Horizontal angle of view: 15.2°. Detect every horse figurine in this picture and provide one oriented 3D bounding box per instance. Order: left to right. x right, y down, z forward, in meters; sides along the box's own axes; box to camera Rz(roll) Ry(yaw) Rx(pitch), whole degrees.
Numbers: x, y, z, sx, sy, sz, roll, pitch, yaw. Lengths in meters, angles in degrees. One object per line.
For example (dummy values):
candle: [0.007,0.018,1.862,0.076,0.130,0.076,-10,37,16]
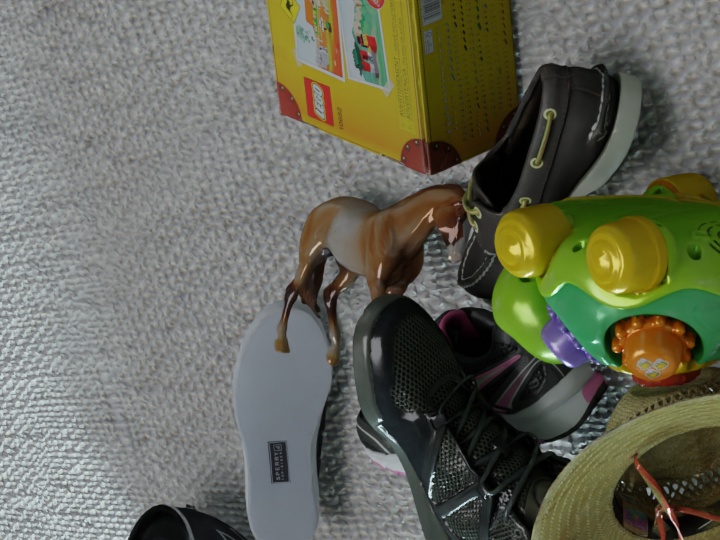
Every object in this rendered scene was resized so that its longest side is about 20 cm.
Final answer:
horse figurine: [0.000,0.000,1.729,0.200,0.050,0.133,15,93,63]

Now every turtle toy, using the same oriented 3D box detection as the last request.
turtle toy: [0.145,0.008,1.444,0.200,0.146,0.101,9,108,54]

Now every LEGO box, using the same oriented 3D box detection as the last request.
LEGO box: [0.013,-0.175,1.592,0.149,0.077,0.200,26,131,46]

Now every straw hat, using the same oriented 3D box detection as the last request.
straw hat: [0.177,0.102,1.483,0.085,0.201,0.201,-101,16,-44]

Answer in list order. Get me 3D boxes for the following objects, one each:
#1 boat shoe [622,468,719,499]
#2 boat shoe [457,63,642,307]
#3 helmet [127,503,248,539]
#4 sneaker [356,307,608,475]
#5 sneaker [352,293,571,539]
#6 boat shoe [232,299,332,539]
boat shoe: [0.155,0.152,1.609,0.074,0.065,0.202,57,146,12]
boat shoe: [0.094,-0.051,1.548,0.201,0.061,0.072,122,158,-48]
helmet: [-0.144,0.284,2.020,0.200,0.191,0.200,43,148,36]
sneaker: [0.065,0.063,1.667,0.200,0.080,0.086,-20,108,46]
sneaker: [0.070,0.099,1.570,0.114,0.076,0.200,4,125,44]
boat shoe: [-0.056,0.102,1.894,0.057,0.069,0.200,-92,4,-61]
